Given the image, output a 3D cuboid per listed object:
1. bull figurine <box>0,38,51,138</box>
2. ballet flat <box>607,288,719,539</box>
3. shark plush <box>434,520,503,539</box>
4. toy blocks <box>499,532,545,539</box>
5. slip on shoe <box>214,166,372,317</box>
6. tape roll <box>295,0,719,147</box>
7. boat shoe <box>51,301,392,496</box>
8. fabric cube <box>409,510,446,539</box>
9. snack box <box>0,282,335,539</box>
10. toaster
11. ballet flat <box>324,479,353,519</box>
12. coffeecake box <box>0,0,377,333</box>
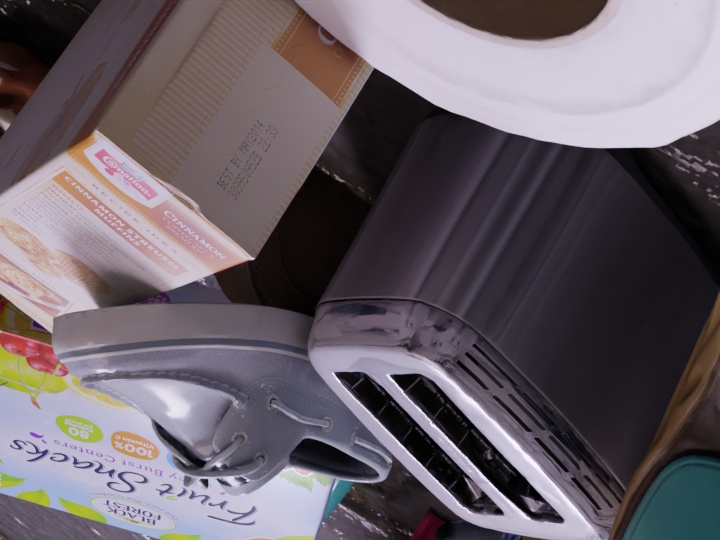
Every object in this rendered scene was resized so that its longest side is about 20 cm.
[{"bbox_3d":[-0.173,-0.079,0.818,0.199,0.065,0.121,25,180,41],"label":"bull figurine"},{"bbox_3d":[0.146,0.060,0.633,0.068,0.063,0.201,22,110,3],"label":"ballet flat"},{"bbox_3d":[0.125,0.144,0.919,0.200,0.091,0.083,40,123,-2],"label":"shark plush"},{"bbox_3d":[0.131,0.156,0.850,0.136,0.100,0.200,36,128,-6],"label":"toy blocks"},{"bbox_3d":[0.000,0.000,0.753,0.060,0.077,0.200,-1,161,25],"label":"slip on shoe"},{"bbox_3d":[0.048,-0.130,0.510,0.202,0.071,0.203,27,154,14],"label":"tape roll"},{"bbox_3d":[-0.045,0.057,0.688,0.070,0.072,0.200,-9,165,35],"label":"boat shoe"},{"bbox_3d":[0.068,0.318,1.139,0.199,0.197,0.200,32,156,6],"label":"fabric cube"},{"bbox_3d":[-0.106,0.076,0.888,0.199,0.068,0.169,18,143,0],"label":"snack box"},{"bbox_3d":[0.066,0.021,0.688,0.113,0.130,0.200,-2,138,49],"label":"toaster"},{"bbox_3d":[-0.012,0.085,0.978,0.068,0.068,0.200,41,145,5],"label":"ballet flat"},{"bbox_3d":[-0.074,-0.068,0.662,0.073,0.154,0.200,39,154,-18],"label":"coffeecake box"}]
